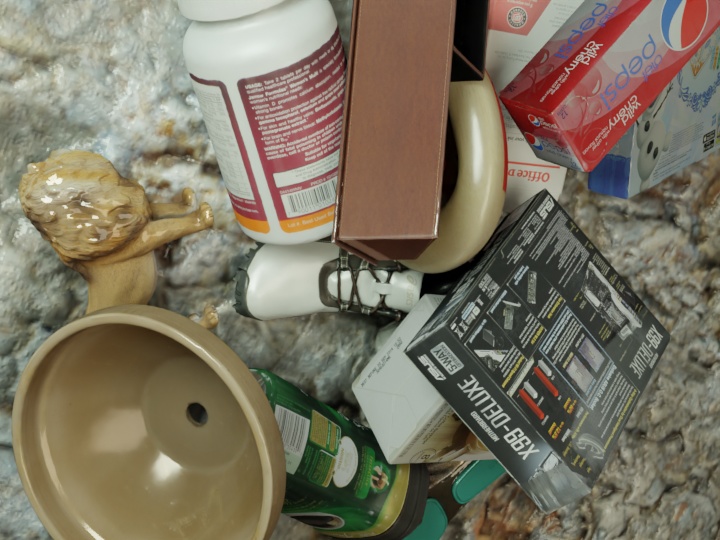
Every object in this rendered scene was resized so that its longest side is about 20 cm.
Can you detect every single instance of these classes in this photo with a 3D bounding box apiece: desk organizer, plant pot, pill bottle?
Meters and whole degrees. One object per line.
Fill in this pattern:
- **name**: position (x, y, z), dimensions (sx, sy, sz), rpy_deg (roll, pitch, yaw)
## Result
- **desk organizer**: position (0.037, -0.110, 1.005), dimensions (0.072, 0.076, 0.203), rpy_deg (26, 67, -62)
- **plant pot**: position (-0.131, 0.114, 1.003), dimensions (0.093, 0.198, 0.203), rpy_deg (-36, 134, -63)
- **pill bottle**: position (-0.060, -0.128, 1.018), dimensions (0.109, 0.109, 0.202), rpy_deg (-30, 123, -23)

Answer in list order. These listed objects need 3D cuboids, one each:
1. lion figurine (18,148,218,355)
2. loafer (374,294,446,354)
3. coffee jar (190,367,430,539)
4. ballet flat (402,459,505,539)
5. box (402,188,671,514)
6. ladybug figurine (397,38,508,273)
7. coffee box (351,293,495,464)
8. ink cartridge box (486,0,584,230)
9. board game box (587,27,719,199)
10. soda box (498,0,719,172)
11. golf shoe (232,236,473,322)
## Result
- **lion figurine**: position (-0.165, 0.006, 1.018), dimensions (0.121, 0.072, 0.202), rpy_deg (-14, 120, -21)
- **loafer**: position (0.100, 0.031, 1.227), dimensions (0.198, 0.070, 0.070), rpy_deg (-19, 139, -13)
- **coffee jar**: position (-0.039, 0.148, 1.139), dimensions (0.199, 0.104, 0.086), rpy_deg (33, 61, -40)
- **ballet flat**: position (0.057, 0.187, 1.250), dimensions (0.199, 0.067, 0.069), rpy_deg (-38, 133, -19)
- **box**: position (0.137, 0.054, 1.083), dimensions (0.158, 0.050, 0.200), rpy_deg (48, 42, -7)
- **ladybug figurine**: position (0.054, -0.098, 1.091), dimensions (0.072, 0.135, 0.203), rpy_deg (-1, 79, -50)
- **coffee box**: position (0.109, 0.088, 1.166), dimensions (0.198, 0.080, 0.113), rpy_deg (3, 136, -40)
- **ink cartridge box**: position (0.112, -0.128, 1.171), dimensions (0.115, 0.067, 0.203), rpy_deg (3, 104, -37)
- **board game box**: position (0.259, -0.183, 1.233), dimensions (0.199, 0.043, 0.202), rpy_deg (-25, 124, -50)
- **soda box**: position (0.196, -0.169, 1.084), dimensions (0.200, 0.063, 0.070), rpy_deg (-48, 128, -11)
- **golf shoe**: position (0.000, 0.000, 1.120), dimensions (0.198, 0.094, 0.079), rpy_deg (-17, 121, -28)
